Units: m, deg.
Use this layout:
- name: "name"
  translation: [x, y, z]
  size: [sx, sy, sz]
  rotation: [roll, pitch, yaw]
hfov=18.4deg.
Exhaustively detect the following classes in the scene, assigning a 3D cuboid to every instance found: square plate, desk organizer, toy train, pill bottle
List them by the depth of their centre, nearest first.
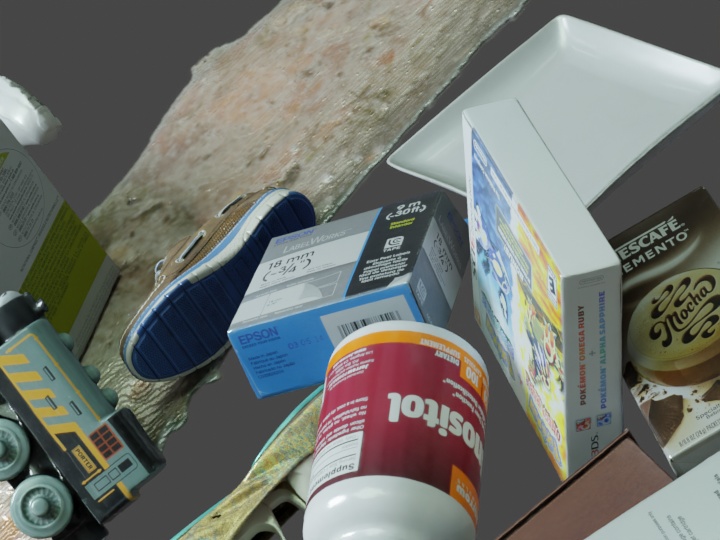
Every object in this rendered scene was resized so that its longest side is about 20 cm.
- name: "desk organizer"
  translation: [0.121, 0.199, 1.364]
  size: [0.200, 0.072, 0.077]
  rotation: [-39, 41, -5]
- name: "pill bottle"
  translation: [0.023, 0.140, 1.460]
  size: [0.113, 0.113, 0.200]
  rotation: [-15, 44, 23]
- name: "toy train"
  translation: [-0.234, 0.111, 1.633]
  size: [0.114, 0.200, 0.085]
  rotation: [-38, -5, -4]
- name: "square plate"
  translation: [0.150, -0.106, 1.674]
  size: [0.198, 0.028, 0.200]
  rotation: [-41, 38, -18]

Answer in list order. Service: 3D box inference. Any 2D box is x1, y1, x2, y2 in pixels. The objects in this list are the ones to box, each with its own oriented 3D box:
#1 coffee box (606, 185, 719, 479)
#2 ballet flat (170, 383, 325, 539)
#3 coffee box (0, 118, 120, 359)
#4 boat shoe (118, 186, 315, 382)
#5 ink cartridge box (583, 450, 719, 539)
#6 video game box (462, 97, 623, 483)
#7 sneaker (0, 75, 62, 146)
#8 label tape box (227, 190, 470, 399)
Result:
- name: "coffee box"
  translation: [0.223, 0.051, 1.432]
  size: [0.113, 0.080, 0.200]
  rotation: [-31, 39, 6]
- name: "ballet flat"
  translation: [-0.060, 0.165, 1.542]
  size: [0.200, 0.071, 0.071]
  rotation: [-45, 40, -13]
- name: "coffee box"
  translation: [-0.351, 0.018, 1.786]
  size: [0.199, 0.198, 0.200]
  rotation: [-4, 48, 33]
- name: "boat shoe"
  translation: [-0.121, 0.011, 1.739]
  size: [0.200, 0.072, 0.072]
  rotation: [-43, 33, -26]
- name: "ink cartridge box"
  translation: [0.162, 0.218, 1.254]
  size: [0.200, 0.147, 0.083]
  rotation: [-34, 40, 3]
- name: "video game box"
  translation: [0.119, 0.014, 1.465]
  size: [0.047, 0.182, 0.200]
  rotation: [-15, 38, -8]
- name: "sneaker"
  translation: [-0.348, -0.121, 2.039]
  size: [0.200, 0.078, 0.099]
  rotation: [8, 61, 51]
- name: "label tape box"
  translation: [0.000, 0.000, 1.615]
  size: [0.144, 0.063, 0.200]
  rotation: [-16, 25, 22]
